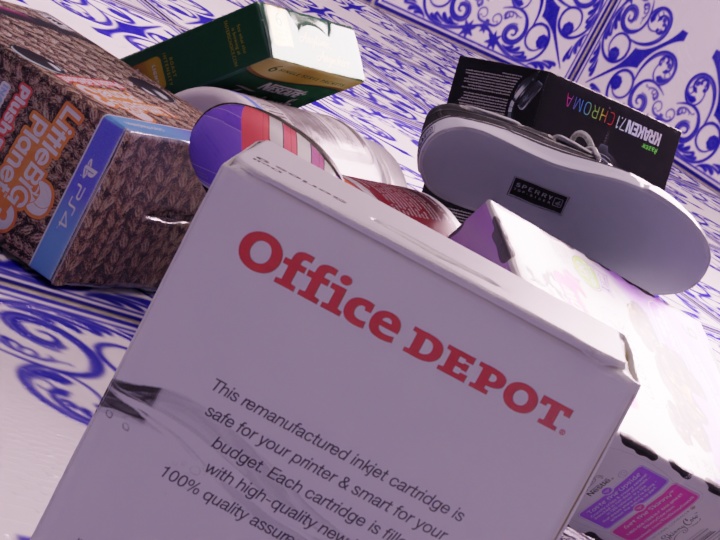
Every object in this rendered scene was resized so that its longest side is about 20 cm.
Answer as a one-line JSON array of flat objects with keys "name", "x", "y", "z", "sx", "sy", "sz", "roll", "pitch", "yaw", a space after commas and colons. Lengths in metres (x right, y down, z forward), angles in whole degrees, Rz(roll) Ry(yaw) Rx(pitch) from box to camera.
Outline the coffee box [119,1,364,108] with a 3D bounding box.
[{"name": "coffee box", "x": -0.111, "y": -0.120, "z": 1.435, "sx": 0.123, "sy": 0.200, "sz": 0.044, "roll": 8, "pitch": 66, "yaw": -61}]

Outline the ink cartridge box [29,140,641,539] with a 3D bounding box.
[{"name": "ink cartridge box", "x": -0.019, "y": 0.079, "z": 0.691, "sx": 0.146, "sy": 0.200, "sz": 0.084, "roll": 28, "pitch": 10, "yaw": 0}]

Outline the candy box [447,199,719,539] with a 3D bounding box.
[{"name": "candy box", "x": 0.137, "y": 0.073, "z": 1.236, "sx": 0.200, "sy": 0.072, "sz": 0.168, "roll": 28, "pitch": 31, "yaw": -37}]

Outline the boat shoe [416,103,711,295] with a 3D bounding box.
[{"name": "boat shoe", "x": 0.128, "y": -0.049, "z": 1.352, "sx": 0.199, "sy": 0.074, "sz": 0.068, "roll": 19, "pitch": 28, "yaw": -6}]

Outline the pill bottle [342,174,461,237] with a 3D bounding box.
[{"name": "pill bottle", "x": 0.000, "y": 0.000, "z": 1.314, "sx": 0.113, "sy": 0.113, "sz": 0.200, "roll": 33, "pitch": 13, "yaw": 25}]

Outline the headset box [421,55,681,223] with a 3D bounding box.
[{"name": "headset box", "x": 0.132, "y": -0.038, "z": 1.611, "sx": 0.093, "sy": 0.201, "sz": 0.174, "roll": 16, "pitch": -1, "yaw": 45}]

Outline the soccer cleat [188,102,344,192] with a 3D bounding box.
[{"name": "soccer cleat", "x": -0.034, "y": -0.016, "z": 1.145, "sx": 0.200, "sy": 0.068, "sz": 0.073, "roll": 52, "pitch": 21, "yaw": 19}]

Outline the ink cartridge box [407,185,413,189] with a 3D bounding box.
[{"name": "ink cartridge box", "x": -0.029, "y": -0.068, "z": 1.684, "sx": 0.104, "sy": 0.059, "sz": 0.200, "roll": 34, "pitch": 12, "yaw": 27}]

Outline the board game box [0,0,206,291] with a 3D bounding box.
[{"name": "board game box", "x": -0.183, "y": -0.078, "z": 1.264, "sx": 0.200, "sy": 0.097, "sz": 0.159, "roll": 33, "pitch": 12, "yaw": 25}]

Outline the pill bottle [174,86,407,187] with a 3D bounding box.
[{"name": "pill bottle", "x": -0.055, "y": -0.053, "z": 1.418, "sx": 0.114, "sy": 0.114, "sz": 0.200, "roll": 34, "pitch": 12, "yaw": 28}]
